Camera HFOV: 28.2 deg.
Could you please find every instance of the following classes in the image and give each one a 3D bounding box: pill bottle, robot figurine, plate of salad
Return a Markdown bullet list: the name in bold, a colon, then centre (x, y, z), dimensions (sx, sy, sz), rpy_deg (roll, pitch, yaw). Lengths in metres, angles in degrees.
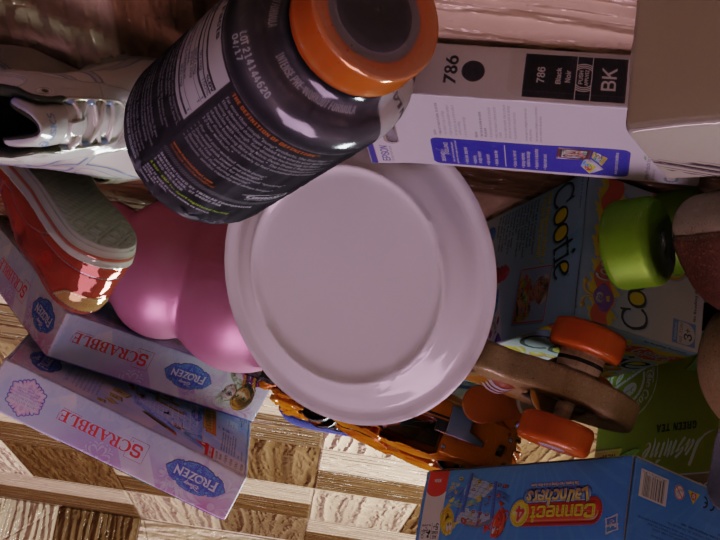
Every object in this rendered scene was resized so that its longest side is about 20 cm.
- **pill bottle**: centre (-0.041, -0.099, 0.750), dimensions (0.106, 0.107, 0.200), rpy_deg (18, 158, -26)
- **robot figurine**: centre (0.021, 0.103, 1.050), dimensions (0.199, 0.058, 0.145), rpy_deg (20, 167, 11)
- **plate of salad**: centre (0.000, 0.000, 0.929), dimensions (0.199, 0.201, 0.048), rpy_deg (-2, -173, 29)

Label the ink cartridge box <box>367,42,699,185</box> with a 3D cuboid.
- **ink cartridge box**: centre (0.099, -0.090, 0.826), dimensions (0.199, 0.039, 0.099), rpy_deg (4, 162, 8)

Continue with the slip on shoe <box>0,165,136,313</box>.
- **slip on shoe**: centre (-0.204, -0.041, 0.934), dimensions (0.074, 0.061, 0.200), rpy_deg (8, -153, -37)

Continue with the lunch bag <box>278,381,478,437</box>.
- **lunch bag**: centre (0.039, 0.085, 1.185), dimensions (0.199, 0.083, 0.161), rpy_deg (9, -159, 13)

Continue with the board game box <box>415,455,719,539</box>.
- **board game box**: centre (0.175, 0.185, 0.971), dimensions (0.200, 0.056, 0.196), rpy_deg (25, 156, -31)

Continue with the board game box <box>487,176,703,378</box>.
- **board game box**: centre (0.142, 0.017, 1.020), dimensions (0.103, 0.105, 0.200), rpy_deg (16, 161, -22)

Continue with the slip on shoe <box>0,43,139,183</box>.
- **slip on shoe**: centre (-0.154, -0.082, 0.926), dimensions (0.200, 0.061, 0.076), rpy_deg (21, 158, -32)

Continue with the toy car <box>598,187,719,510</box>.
- **toy car**: centre (0.251, 0.044, 0.850), dimensions (0.164, 0.201, 0.158), rpy_deg (-8, -178, 33)

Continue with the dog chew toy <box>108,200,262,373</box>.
- **dog chew toy**: centre (-0.135, 0.002, 1.092), dimensions (0.199, 0.125, 0.125), rpy_deg (16, 162, 3)

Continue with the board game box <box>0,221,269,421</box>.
- **board game box**: centre (-0.200, 0.041, 1.192), dimensions (0.200, 0.041, 0.199), rpy_deg (24, -171, -36)

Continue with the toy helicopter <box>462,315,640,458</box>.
- **toy helicopter**: centre (0.090, 0.067, 0.953), dimensions (0.199, 0.079, 0.132), rpy_deg (16, 171, 27)

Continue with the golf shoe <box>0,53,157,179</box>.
- **golf shoe**: centre (-0.168, -0.082, 0.828), dimensions (0.199, 0.079, 0.097), rpy_deg (-1, -163, -14)

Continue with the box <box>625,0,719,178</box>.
- **box**: centre (0.232, -0.097, 0.680), dimensions (0.199, 0.082, 0.068), rpy_deg (-1, 161, 31)

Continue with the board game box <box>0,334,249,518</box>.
- **board game box**: centre (-0.186, 0.110, 1.155), dimensions (0.199, 0.041, 0.200), rpy_deg (28, -174, -6)

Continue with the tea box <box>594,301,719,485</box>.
- **tea box**: centre (0.286, 0.087, 1.020), dimensions (0.133, 0.197, 0.200), rpy_deg (20, 158, -31)
